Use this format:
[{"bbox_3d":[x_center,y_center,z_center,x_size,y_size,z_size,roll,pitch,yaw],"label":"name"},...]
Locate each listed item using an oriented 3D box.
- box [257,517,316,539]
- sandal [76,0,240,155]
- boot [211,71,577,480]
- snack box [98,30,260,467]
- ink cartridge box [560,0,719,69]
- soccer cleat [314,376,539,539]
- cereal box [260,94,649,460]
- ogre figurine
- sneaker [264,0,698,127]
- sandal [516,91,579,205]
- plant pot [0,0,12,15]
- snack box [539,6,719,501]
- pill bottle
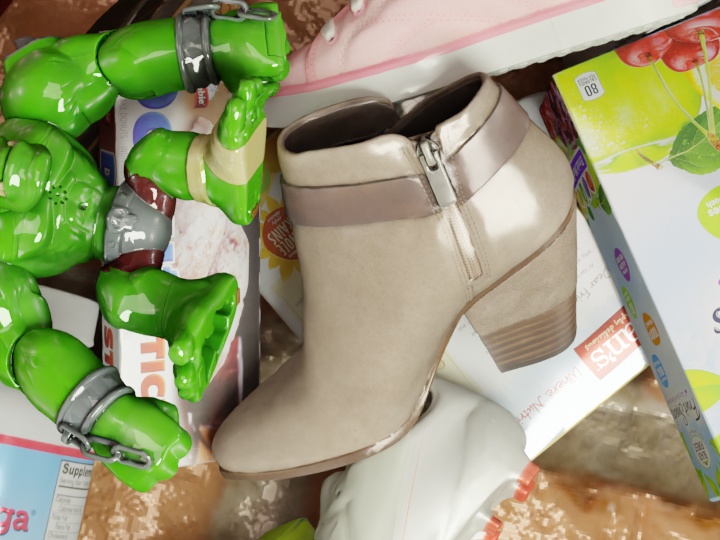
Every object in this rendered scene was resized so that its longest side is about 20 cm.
[{"bbox_3d":[-0.065,0.220,0.781,0.200,0.048,0.122,-38,92,-32],"label":"box"},{"bbox_3d":[-0.082,-0.119,0.836,0.055,0.082,0.200,44,73,-25],"label":"sandal"},{"bbox_3d":[0.000,0.000,0.752,0.200,0.070,0.146,-24,124,5],"label":"boot"},{"bbox_3d":[-0.082,-0.009,0.796,0.072,0.024,0.201,-6,103,-29],"label":"snack box"},{"bbox_3d":[0.108,-0.206,0.823,0.084,0.145,0.200,-26,90,-10],"label":"ink cartridge box"},{"bbox_3d":[0.000,0.135,0.780,0.077,0.069,0.200,34,69,14],"label":"soccer cleat"},{"bbox_3d":[0.036,-0.001,0.834,0.144,0.040,0.200,-39,93,8],"label":"cereal box"},{"bbox_3d":[-0.106,-0.020,0.714,0.120,0.098,0.201,10,95,11],"label":"ogre figurine"},{"bbox_3d":[0.036,-0.130,0.748,0.200,0.075,0.105,-15,96,24],"label":"sneaker"},{"bbox_3d":[0.169,-0.055,0.862,0.206,0.059,0.079,-1,104,5],"label":"sandal"},{"bbox_3d":[-0.234,-0.201,0.759,0.200,0.176,0.200,35,81,-4],"label":"plant pot"},{"bbox_3d":[0.196,-0.021,0.777,0.168,0.068,0.200,-23,81,-4],"label":"snack box"},{"bbox_3d":[-0.178,0.103,0.778,0.108,0.109,0.201,12,84,-7],"label":"pill bottle"}]
